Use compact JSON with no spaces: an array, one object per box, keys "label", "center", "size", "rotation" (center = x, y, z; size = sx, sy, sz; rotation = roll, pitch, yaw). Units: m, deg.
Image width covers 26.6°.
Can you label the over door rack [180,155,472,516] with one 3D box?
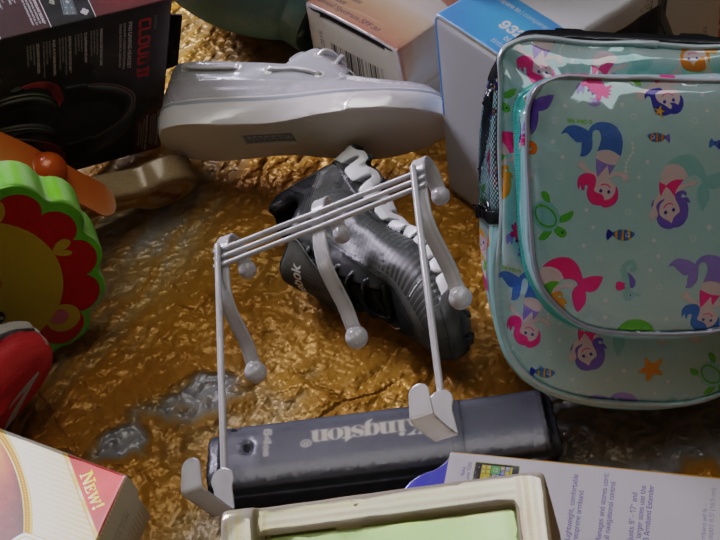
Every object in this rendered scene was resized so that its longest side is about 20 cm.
[{"label":"over door rack","center":[-0.015,0.040,0.832],"size":[0.146,0.067,0.201],"rotation":[-21,40,20]}]

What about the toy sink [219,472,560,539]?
[{"label":"toy sink","center":[-0.004,0.177,0.678],"size":[0.197,0.112,0.132],"rotation":[-8,64,9]}]

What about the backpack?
[{"label":"backpack","center":[0.149,-0.025,0.825],"size":[0.175,0.203,0.151],"rotation":[3,12,1]}]

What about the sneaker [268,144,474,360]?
[{"label":"sneaker","center":[0.000,0.000,0.935],"size":[0.090,0.067,0.200],"rotation":[-24,41,-10]}]

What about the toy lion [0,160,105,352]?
[{"label":"toy lion","center":[-0.256,-0.002,0.893],"size":[0.191,0.200,0.069],"rotation":[-33,43,3]}]

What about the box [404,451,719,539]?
[{"label":"box","center":[0.110,0.157,0.761],"size":[0.197,0.042,0.120],"rotation":[3,52,16]}]

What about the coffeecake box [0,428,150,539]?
[{"label":"coffeecake box","center":[-0.228,0.149,0.757],"size":[0.198,0.073,0.155],"rotation":[18,67,11]}]

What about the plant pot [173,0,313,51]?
[{"label":"plant pot","center":[-0.052,-0.250,1.127],"size":[0.134,0.201,0.200],"rotation":[44,61,10]}]

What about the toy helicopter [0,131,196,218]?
[{"label":"toy helicopter","center":[-0.195,-0.048,0.984],"size":[0.198,0.132,0.080],"rotation":[-15,71,-30]}]

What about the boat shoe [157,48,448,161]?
[{"label":"boat shoe","center":[-0.037,-0.115,1.017],"size":[0.197,0.072,0.069],"rotation":[-4,66,15]}]

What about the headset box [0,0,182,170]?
[{"label":"headset box","center":[-0.213,-0.135,1.011],"size":[0.198,0.149,0.075],"rotation":[-18,59,-23]}]

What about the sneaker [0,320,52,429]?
[{"label":"sneaker","center":[-0.230,0.120,0.854],"size":[0.084,0.077,0.201],"rotation":[25,64,23]}]

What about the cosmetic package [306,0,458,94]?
[{"label":"cosmetic package","center":[0.069,-0.189,1.096],"size":[0.199,0.088,0.103],"rotation":[-37,48,-26]}]

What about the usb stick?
[{"label":"usb stick","center":[0.013,0.101,0.848],"size":[0.197,0.033,0.056],"rotation":[-7,44,3]}]

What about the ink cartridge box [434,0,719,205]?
[{"label":"ink cartridge box","center":[0.152,-0.134,0.983],"size":[0.199,0.146,0.084],"rotation":[-33,48,-22]}]
